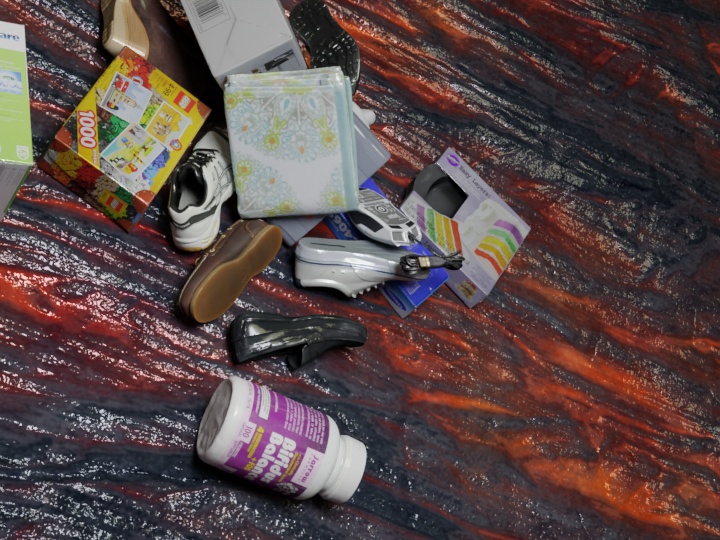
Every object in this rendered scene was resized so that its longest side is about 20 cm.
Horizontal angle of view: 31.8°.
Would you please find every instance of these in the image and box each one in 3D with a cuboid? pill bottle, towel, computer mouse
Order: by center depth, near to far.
[{"bbox_3d":[-0.096,0.219,1.581,0.198,0.112,0.114,25,52,-20],"label":"pill bottle"},{"bbox_3d":[-0.091,-0.170,1.697,0.168,0.203,0.048,-2,23,9],"label":"towel"},{"bbox_3d":[0.047,-0.052,1.793,0.109,0.044,0.200,-12,42,-44],"label":"computer mouse"}]

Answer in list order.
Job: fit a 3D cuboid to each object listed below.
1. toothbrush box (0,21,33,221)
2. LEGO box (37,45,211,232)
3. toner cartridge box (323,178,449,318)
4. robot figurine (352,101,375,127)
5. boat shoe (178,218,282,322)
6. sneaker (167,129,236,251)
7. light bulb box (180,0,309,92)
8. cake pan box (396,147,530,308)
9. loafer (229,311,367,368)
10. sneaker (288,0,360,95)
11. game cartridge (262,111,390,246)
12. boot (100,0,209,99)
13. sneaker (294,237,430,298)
[{"bbox_3d":[-0.463,-0.183,1.540,0.085,0.146,0.203,4,61,-32],"label":"toothbrush box"},{"bbox_3d":[-0.312,-0.177,1.687,0.148,0.077,0.201,35,49,-12],"label":"LEGO box"},{"bbox_3d":[0.035,-0.037,1.867,0.201,0.043,0.095,51,49,2],"label":"toner cartridge box"},{"bbox_3d":[-0.063,-0.186,1.839,0.198,0.112,0.172,-21,109,-41],"label":"robot figurine"},{"bbox_3d":[-0.184,-0.002,1.687,0.069,0.071,0.200,17,39,25],"label":"boat shoe"},{"bbox_3d":[-0.211,-0.126,1.705,0.074,0.088,0.202,-1,52,10],"label":"sneaker"},{"bbox_3d":[-0.165,-0.345,1.789,0.123,0.200,0.201,-25,75,2],"label":"light bulb box"},{"bbox_3d":[0.152,-0.072,1.964,0.200,0.052,0.184,45,46,-4],"label":"cake pan box"},{"bbox_3d":[-0.082,0.097,1.696,0.198,0.068,0.072,3,70,-27],"label":"loafer"},{"bbox_3d":[-0.035,-0.301,1.809,0.088,0.075,0.202,57,9,-50],"label":"sneaker"},{"bbox_3d":[-0.073,-0.142,1.751,0.133,0.199,0.041,46,18,-9],"label":"game cartridge"},{"bbox_3d":[-0.291,-0.351,1.827,0.165,0.072,0.203,26,49,-35],"label":"boot"},{"bbox_3d":[0.000,0.000,1.789,0.197,0.072,0.073,8,23,-11],"label":"sneaker"}]
